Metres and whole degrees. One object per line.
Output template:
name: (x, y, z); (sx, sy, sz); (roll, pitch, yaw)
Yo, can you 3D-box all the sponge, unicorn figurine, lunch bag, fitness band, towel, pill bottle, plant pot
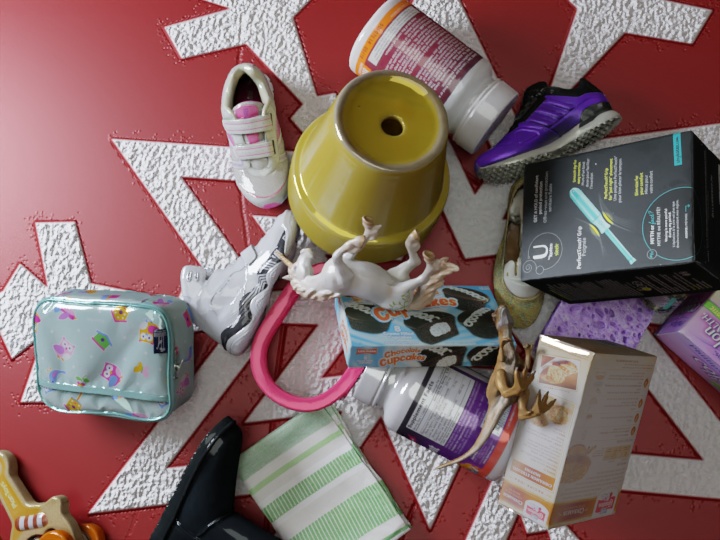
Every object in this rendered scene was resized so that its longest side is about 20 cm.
sponge: (0.317, 0.042, 1.003); (0.111, 0.030, 0.200); (30, 85, 6)
unicorn figurine: (0.000, 0.000, 0.903); (0.200, 0.137, 0.074); (28, 41, -4)
lunch bag: (-0.305, 0.107, 0.979); (0.200, 0.077, 0.161); (4, 99, 13)
fitness band: (-0.053, 0.084, 1.005); (0.144, 0.037, 0.200); (31, 79, 9)
towel: (-0.050, 0.283, 0.995); (0.152, 0.023, 0.200); (-35, 83, -1)
pill bottle: (0.097, 0.163, 0.958); (0.200, 0.111, 0.112); (27, 85, 6)
plant pot: (0.020, -0.131, 0.934); (0.200, 0.189, 0.201); (3, 71, -9)
pill bottle: (0.095, -0.247, 1.006); (0.200, 0.114, 0.114); (39, 86, 7)

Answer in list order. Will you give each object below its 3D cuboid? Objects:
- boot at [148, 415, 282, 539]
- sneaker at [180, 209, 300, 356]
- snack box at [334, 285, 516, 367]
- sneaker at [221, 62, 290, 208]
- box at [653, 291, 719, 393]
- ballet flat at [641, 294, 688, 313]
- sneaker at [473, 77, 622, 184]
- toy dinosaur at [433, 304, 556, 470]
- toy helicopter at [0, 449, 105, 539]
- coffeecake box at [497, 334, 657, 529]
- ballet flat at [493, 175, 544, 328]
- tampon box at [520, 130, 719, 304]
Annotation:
boot: (-0.147, 0.301, 0.963); (0.168, 0.076, 0.200); (30, 98, 9)
sneaker: (-0.160, -0.001, 1.007); (0.115, 0.075, 0.200); (25, 88, 3)
snack box: (0.075, 0.065, 0.951); (0.200, 0.116, 0.037); (0, 126, -12)
sneaker: (-0.142, -0.180, 1.021); (0.081, 0.088, 0.200); (-15, 83, 1)
box: (0.504, 0.063, 0.959); (0.176, 0.097, 0.200); (42, 86, 6)
ballet flat: (0.380, -0.050, 0.964); (0.072, 0.072, 0.201); (4, 72, 3)
sneaker: (0.227, -0.189, 1.021); (0.200, 0.070, 0.100); (-24, 76, -4)
toy dinosaur: (0.158, 0.141, 0.872); (0.060, 0.106, 0.200); (22, 79, -23)
toy helicopter: (-0.429, 0.320, 0.995); (0.132, 0.079, 0.200); (-41, 72, 6)
coffeecake box: (0.253, 0.183, 0.908); (0.073, 0.153, 0.200); (18, 97, 45)
ballet flat: (0.209, -0.027, 0.999); (0.071, 0.071, 0.200); (7, 84, 3)
tampon box: (0.303, -0.052, 0.901); (0.200, 0.126, 0.150); (-7, 71, 41)
